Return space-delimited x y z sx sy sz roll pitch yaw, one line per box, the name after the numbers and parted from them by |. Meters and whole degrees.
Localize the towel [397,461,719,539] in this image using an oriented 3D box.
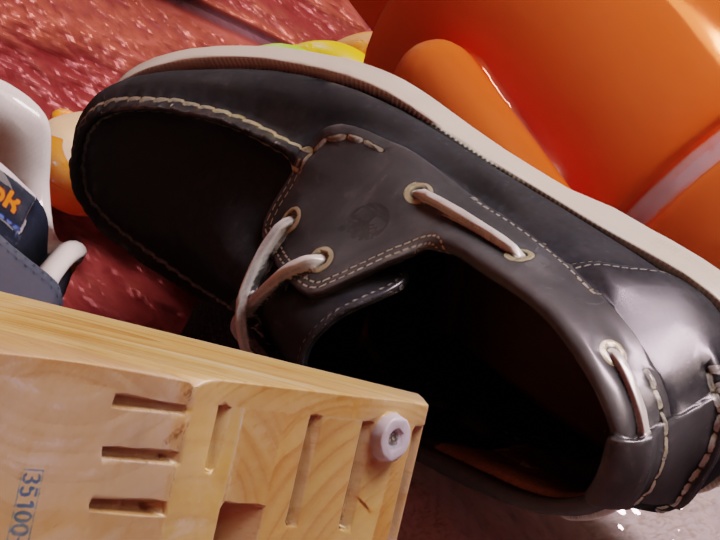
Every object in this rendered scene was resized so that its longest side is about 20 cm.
0.049 0.099 0.601 0.132 0.035 0.200 -11 48 -31 | towel

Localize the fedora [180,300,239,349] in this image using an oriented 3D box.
0.006 0.046 0.773 0.200 0.092 0.201 36 23 -18 | fedora

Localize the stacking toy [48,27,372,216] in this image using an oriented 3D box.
-0.028 -0.035 0.884 0.199 0.110 0.116 1 47 -44 | stacking toy

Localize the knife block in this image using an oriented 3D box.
-0.110 0.029 0.545 0.175 0.064 0.199 18 5 41 | knife block

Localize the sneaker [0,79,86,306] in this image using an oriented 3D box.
-0.116 0.015 0.642 0.078 0.079 0.200 35 24 -20 | sneaker

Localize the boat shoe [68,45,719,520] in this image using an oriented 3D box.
0.000 0.000 0.628 0.199 0.072 0.067 27 34 32 | boat shoe

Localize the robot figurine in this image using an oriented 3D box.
0.080 -0.043 0.779 0.200 0.116 0.144 51 0 20 | robot figurine
